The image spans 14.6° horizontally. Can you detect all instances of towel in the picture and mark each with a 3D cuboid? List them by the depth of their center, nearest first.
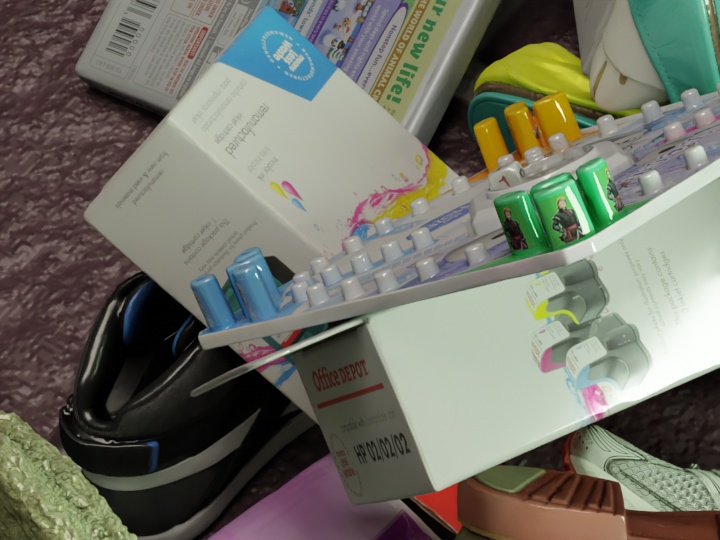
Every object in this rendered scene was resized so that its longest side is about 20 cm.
[{"bbox_3d":[-0.090,0.154,1.061,0.036,0.148,0.200,-26,52,-27],"label":"towel"}]

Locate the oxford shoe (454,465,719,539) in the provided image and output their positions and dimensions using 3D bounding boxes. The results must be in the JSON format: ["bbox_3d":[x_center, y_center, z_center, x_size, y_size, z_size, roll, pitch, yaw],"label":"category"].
[{"bbox_3d":[0.128,0.127,1.028,0.200,0.070,0.075,14,100,10],"label":"oxford shoe"}]

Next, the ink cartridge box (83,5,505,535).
[{"bbox_3d":[0.000,0.000,1.130,0.200,0.067,0.116,41,33,-5],"label":"ink cartridge box"}]

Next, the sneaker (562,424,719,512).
[{"bbox_3d":[0.173,0.103,1.093,0.200,0.078,0.082,22,82,14],"label":"sneaker"}]

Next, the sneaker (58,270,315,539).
[{"bbox_3d":[-0.046,0.019,1.177,0.073,0.112,0.200,26,61,25],"label":"sneaker"}]

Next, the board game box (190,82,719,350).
[{"bbox_3d":[0.064,-0.035,0.999,0.200,0.026,0.200,-30,10,-41],"label":"board game box"}]

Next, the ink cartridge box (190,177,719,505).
[{"bbox_3d":[0.050,0.031,1.014,0.200,0.115,0.068,-22,88,-16],"label":"ink cartridge box"}]

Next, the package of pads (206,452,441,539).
[{"bbox_3d":[0.010,0.167,1.078,0.120,0.076,0.200,-35,56,-19],"label":"package of pads"}]

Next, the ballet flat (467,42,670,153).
[{"bbox_3d":[0.141,-0.052,1.237,0.200,0.067,0.067,27,47,27],"label":"ballet flat"}]

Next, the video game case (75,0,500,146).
[{"bbox_3d":[-0.016,-0.148,1.309,0.182,0.022,0.200,22,81,28],"label":"video game case"}]

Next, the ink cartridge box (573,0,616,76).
[{"bbox_3d":[0.156,-0.128,1.236,0.117,0.067,0.200,15,36,-11],"label":"ink cartridge box"}]

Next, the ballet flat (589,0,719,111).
[{"bbox_3d":[0.130,-0.064,1.115,0.070,0.200,0.067,-17,30,14],"label":"ballet flat"}]
